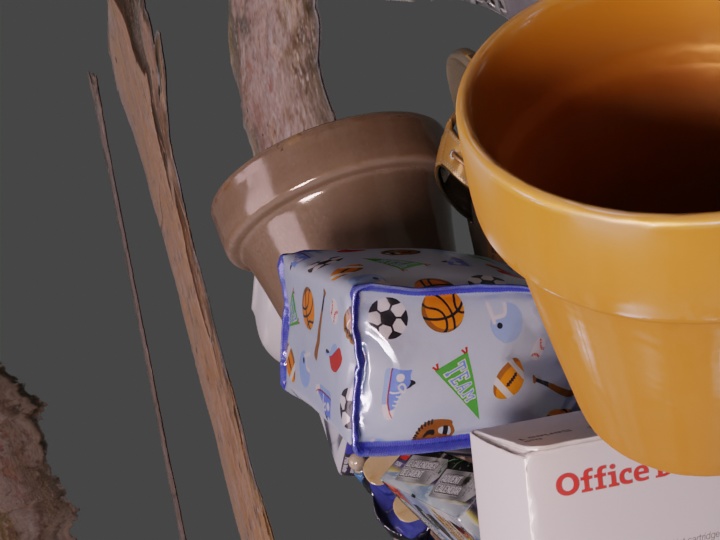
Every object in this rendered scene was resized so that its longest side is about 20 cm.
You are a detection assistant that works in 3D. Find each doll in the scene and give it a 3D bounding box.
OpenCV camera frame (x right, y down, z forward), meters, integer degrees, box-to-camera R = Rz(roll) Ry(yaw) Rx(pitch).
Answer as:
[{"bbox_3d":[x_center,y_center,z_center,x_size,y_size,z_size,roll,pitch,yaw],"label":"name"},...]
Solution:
[{"bbox_3d":[0.038,0.210,1.166,0.137,0.048,0.200,50,168,15],"label":"doll"}]

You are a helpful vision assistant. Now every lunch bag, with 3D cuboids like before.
[{"bbox_3d":[0.062,0.048,0.854,0.170,0.198,0.125,-154,62,-67],"label":"lunch bag"}]

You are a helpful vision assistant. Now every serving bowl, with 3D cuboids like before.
[{"bbox_3d":[-0.076,0.001,1.362,0.200,0.065,0.202,-175,90,-84],"label":"serving bowl"}]

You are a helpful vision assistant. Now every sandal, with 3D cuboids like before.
[{"bbox_3d":[0.083,-0.063,0.971,0.080,0.054,0.202,-175,77,-71],"label":"sandal"}]

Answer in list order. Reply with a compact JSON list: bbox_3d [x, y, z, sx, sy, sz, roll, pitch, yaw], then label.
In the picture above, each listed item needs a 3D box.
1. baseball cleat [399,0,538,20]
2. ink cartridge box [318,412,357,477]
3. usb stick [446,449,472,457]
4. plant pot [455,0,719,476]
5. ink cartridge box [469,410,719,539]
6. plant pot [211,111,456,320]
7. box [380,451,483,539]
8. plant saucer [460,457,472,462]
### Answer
[{"bbox_3d":[0.070,-0.191,0.878,0.200,0.106,0.070,-121,15,-59],"label":"baseball cleat"},{"bbox_3d":[-0.004,0.111,1.326,0.201,0.040,0.201,101,154,-45],"label":"ink cartridge box"},{"bbox_3d":[0.068,0.117,1.032,0.200,0.032,0.056,162,108,-72],"label":"usb stick"},{"bbox_3d":[0.155,-0.013,0.605,0.201,0.199,0.184,-122,14,-50],"label":"plant pot"},{"bbox_3d":[0.148,0.178,0.737,0.084,0.145,0.202,-172,75,-72],"label":"ink cartridge box"},{"bbox_3d":[0.000,0.000,1.028,0.200,0.199,0.176,122,132,-63],"label":"plant pot"},{"bbox_3d":[0.112,0.196,0.843,0.200,0.040,0.137,46,167,-15],"label":"box"},{"bbox_3d":[0.105,0.159,1.038,0.200,0.032,0.202,173,90,-71],"label":"plant saucer"}]
